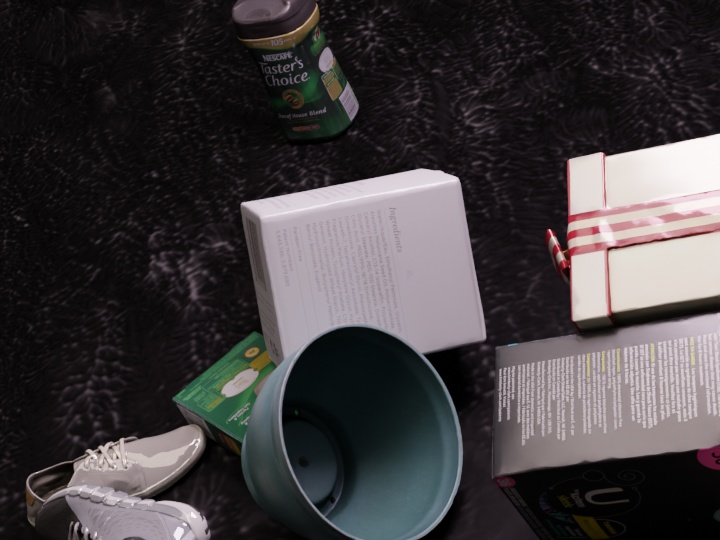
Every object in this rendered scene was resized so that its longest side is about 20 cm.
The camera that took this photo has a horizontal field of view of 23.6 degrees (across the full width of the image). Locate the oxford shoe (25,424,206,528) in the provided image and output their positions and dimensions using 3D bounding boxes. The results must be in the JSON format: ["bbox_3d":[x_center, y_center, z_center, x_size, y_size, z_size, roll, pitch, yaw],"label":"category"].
[{"bbox_3d":[-0.252,0.203,1.747,0.199,0.058,0.075,-23,31,-1],"label":"oxford shoe"}]

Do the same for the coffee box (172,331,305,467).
[{"bbox_3d":[-0.089,0.139,1.744,0.123,0.044,0.200,-40,36,-23],"label":"coffee box"}]

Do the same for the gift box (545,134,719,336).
[{"bbox_3d":[0.271,-0.009,1.495,0.186,0.185,0.201,-11,52,20],"label":"gift box"}]

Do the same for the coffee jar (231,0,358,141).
[{"bbox_3d":[-0.083,-0.263,2.158,0.104,0.200,0.085,-3,38,30],"label":"coffee jar"}]

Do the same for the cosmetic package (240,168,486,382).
[{"bbox_3d":[0.000,0.000,1.691,0.199,0.166,0.165,-11,9,-8],"label":"cosmetic package"}]

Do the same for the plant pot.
[{"bbox_3d":[-0.026,0.162,1.563,0.134,0.200,0.200,-27,21,49],"label":"plant pot"}]

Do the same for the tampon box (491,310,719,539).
[{"bbox_3d":[0.226,0.135,1.429,0.199,0.150,0.127,-10,55,22],"label":"tampon box"}]

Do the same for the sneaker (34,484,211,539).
[{"bbox_3d":[-0.250,0.262,1.626,0.199,0.075,0.115,-2,25,29],"label":"sneaker"}]
